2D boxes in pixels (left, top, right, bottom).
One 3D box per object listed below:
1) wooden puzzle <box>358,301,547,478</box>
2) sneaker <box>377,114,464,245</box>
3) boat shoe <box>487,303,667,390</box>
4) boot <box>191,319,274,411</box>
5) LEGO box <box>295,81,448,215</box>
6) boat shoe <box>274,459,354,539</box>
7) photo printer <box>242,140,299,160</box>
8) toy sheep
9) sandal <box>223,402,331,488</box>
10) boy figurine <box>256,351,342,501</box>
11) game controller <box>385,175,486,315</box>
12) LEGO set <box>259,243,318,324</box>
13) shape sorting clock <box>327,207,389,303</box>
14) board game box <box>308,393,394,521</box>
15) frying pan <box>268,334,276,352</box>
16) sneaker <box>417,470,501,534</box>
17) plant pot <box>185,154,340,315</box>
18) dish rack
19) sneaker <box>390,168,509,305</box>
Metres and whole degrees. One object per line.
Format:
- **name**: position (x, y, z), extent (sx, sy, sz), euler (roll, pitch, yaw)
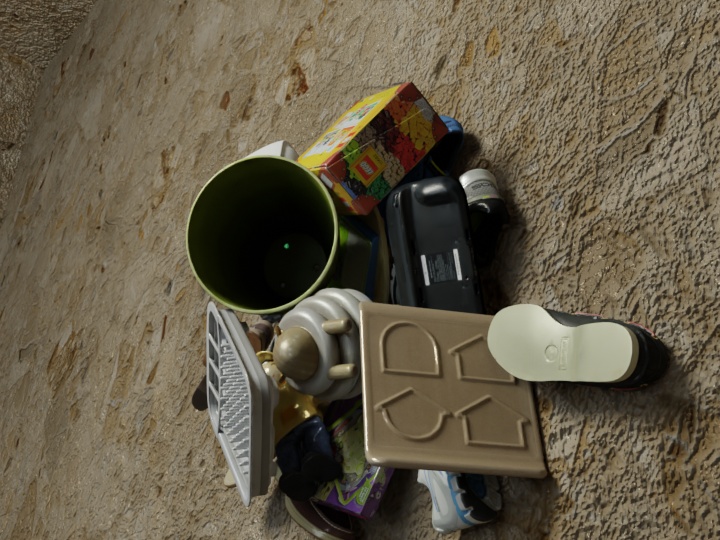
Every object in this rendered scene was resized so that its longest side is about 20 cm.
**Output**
- **wooden puzzle**: position (0.087, 0.125, 0.989), extent (0.047, 0.182, 0.202), euler (110, 162, -46)
- **sneaker**: position (0.068, -0.111, 1.261), extent (0.202, 0.065, 0.079), euler (-57, 24, 9)
- **boat shoe**: position (0.204, 0.077, 0.942), extent (0.200, 0.062, 0.075), euler (5, 83, 55)
- **boot**: position (-0.163, 0.113, 1.360), extent (0.200, 0.070, 0.146), euler (-45, 1, 36)
- **LEGO box**: position (0.002, -0.146, 1.206), extent (0.149, 0.077, 0.200), euler (-46, 15, -11)
- **boat shoe**: position (-0.051, 0.262, 1.186), extent (0.073, 0.071, 0.200), euler (-61, 26, 7)
- **photo printer**: position (-0.164, -0.108, 1.450), extent (0.165, 0.070, 0.201), euler (-28, 30, 19)
- **toy sheep**: position (-0.022, 0.083, 1.104), extent (0.136, 0.198, 0.141), euler (4, 96, 43)
- **sandal**: position (-0.121, 0.201, 1.238), extent (0.210, 0.070, 0.078), euler (-33, 23, 29)
- **boy figurine**: position (-0.080, 0.170, 1.154), extent (0.124, 0.064, 0.201), euler (-37, 44, 11)
- **game controller**: position (0.086, -0.003, 1.098), extent (0.103, 0.042, 0.204), euler (-9, 90, 27)
- **LEGO set**: position (-0.101, -0.013, 1.438), extent (0.152, 0.116, 0.201), euler (-28, 31, 18)
- **shape sorting clock**: position (0.000, 0.000, 1.263), extent (0.199, 0.039, 0.204), euler (-178, 90, -68)
- **board game box**: position (0.006, 0.183, 1.136), extent (0.119, 0.032, 0.202), euler (3, 59, 48)
- **frying pan**: position (-0.084, 0.148, 1.297), extent (0.113, 0.031, 0.192), euler (14, 69, 23)
- **sneaker**: position (0.087, 0.185, 1.034), extent (0.087, 0.074, 0.202), euler (-44, 37, 39)
- **plant pot**: position (-0.101, -0.023, 1.223), extent (0.184, 0.200, 0.191), euler (-2, 78, 9)
- **dish rack**: position (-0.134, 0.147, 1.103), extent (0.200, 0.043, 0.174), euler (-127, 37, -55)
- **sneaker**: position (0.107, -0.021, 1.141), extent (0.201, 0.073, 0.088), euler (-55, 32, 14)
